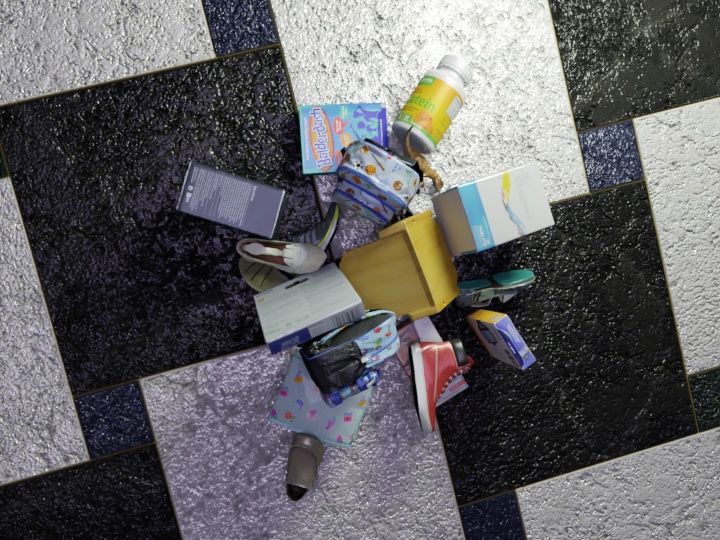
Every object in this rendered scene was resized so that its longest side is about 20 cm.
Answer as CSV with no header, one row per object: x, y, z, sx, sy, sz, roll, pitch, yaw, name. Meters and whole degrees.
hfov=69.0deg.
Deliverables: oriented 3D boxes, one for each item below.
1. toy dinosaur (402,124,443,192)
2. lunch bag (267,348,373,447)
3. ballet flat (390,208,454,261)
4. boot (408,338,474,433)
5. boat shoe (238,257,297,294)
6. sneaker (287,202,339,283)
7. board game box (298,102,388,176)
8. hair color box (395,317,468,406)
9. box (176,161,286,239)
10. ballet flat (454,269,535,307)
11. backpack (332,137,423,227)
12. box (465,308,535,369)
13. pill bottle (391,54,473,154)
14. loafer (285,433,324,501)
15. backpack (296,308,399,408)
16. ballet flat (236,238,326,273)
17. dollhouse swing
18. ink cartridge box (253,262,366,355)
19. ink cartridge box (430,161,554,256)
0.117,-0.247,1.178,0.106,0.061,0.200,-29,136,20,toy dinosaur
-0.081,0.283,1.170,0.198,0.122,0.172,22,89,0,lunch bag
0.137,-0.079,1.207,0.200,0.057,0.067,39,88,-6,ballet flat
0.187,0.255,1.158,0.143,0.072,0.202,-5,90,-6,boot
-0.191,0.039,1.170,0.199,0.069,0.075,36,70,17,boat shoe
-0.111,-0.069,1.179,0.080,0.074,0.201,30,87,-2,sneaker
-0.037,-0.297,1.188,0.198,0.045,0.154,-4,93,-5,board game box
0.151,0.208,1.217,0.110,0.064,0.201,-31,94,-3,hair color box
-0.266,-0.144,1.121,0.198,0.148,0.108,16,91,-5,box
0.313,0.047,1.233,0.198,0.074,0.075,-9,93,-3,ballet flat
0.030,-0.184,1.075,0.199,0.191,0.155,25,82,-1,backpack
0.311,0.149,1.160,0.041,0.200,0.120,-35,95,-8,box
0.166,-0.373,1.172,0.111,0.111,0.201,32,89,-6,pill bottle
-0.126,0.438,1.149,0.075,0.069,0.201,11,126,5,loafer
-0.010,0.161,1.045,0.199,0.182,0.136,-26,94,-14,backpack
-0.174,-0.033,1.128,0.198,0.062,0.068,6,84,10,ballet flat
0.086,0.001,1.158,0.175,0.181,0.202,-19,96,37,dollhouse swing
-0.109,0.070,1.059,0.195,0.200,0.044,-23,117,-8,ink cartridge box
0.289,-0.133,1.159,0.198,0.147,0.147,-19,92,-14,ink cartridge box
